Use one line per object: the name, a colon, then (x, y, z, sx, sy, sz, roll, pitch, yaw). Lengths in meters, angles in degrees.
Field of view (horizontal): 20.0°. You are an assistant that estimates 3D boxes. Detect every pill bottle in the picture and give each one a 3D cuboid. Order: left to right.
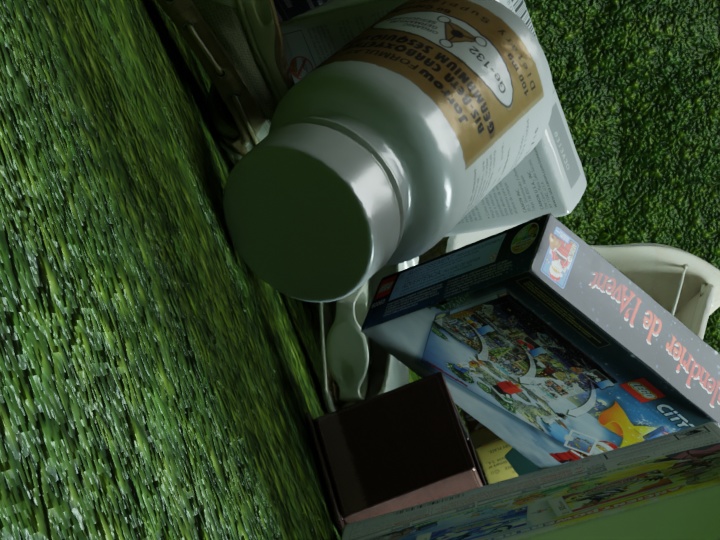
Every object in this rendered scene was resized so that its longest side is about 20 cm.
pill bottle: (0.015, -0.068, 1.107, 0.200, 0.114, 0.115, -43, 118, -49)

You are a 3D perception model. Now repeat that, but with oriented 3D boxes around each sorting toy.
sorting toy: (0.119, 0.052, 1.271, 0.180, 0.107, 0.200, 35, 49, -15)

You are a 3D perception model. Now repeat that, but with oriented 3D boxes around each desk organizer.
desk organizer: (0.040, 0.146, 1.136, 0.200, 0.077, 0.072, 65, 5, -51)

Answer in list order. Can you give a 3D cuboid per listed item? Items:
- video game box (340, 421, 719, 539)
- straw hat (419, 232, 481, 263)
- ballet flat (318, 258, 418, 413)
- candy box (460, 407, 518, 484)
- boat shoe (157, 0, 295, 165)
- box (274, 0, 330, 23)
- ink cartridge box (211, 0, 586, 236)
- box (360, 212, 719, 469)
video game box: (0.087, 0.124, 0.946, 0.182, 0.200, 0.047, -2, 76, -86)
straw hat: (-0.006, -0.023, 1.365, 0.201, 0.085, 0.201, 47, -18, 20)
ballet flat: (0.000, 0.000, 1.211, 0.069, 0.069, 0.200, -91, 180, -81)
candy box: (0.120, 0.152, 1.416, 0.117, 0.056, 0.200, -106, 176, -56)
boat shoe: (-0.073, -0.111, 1.162, 0.201, 0.063, 0.073, 77, -9, -55)
box: (-0.041, -0.257, 1.292, 0.124, 0.196, 0.200, 59, 10, -74)
ink cartridge box: (0.020, -0.096, 1.248, 0.050, 0.200, 0.161, -53, 127, -52)
box: (0.118, 0.057, 1.076, 0.200, 0.136, 0.038, 38, 56, -24)
